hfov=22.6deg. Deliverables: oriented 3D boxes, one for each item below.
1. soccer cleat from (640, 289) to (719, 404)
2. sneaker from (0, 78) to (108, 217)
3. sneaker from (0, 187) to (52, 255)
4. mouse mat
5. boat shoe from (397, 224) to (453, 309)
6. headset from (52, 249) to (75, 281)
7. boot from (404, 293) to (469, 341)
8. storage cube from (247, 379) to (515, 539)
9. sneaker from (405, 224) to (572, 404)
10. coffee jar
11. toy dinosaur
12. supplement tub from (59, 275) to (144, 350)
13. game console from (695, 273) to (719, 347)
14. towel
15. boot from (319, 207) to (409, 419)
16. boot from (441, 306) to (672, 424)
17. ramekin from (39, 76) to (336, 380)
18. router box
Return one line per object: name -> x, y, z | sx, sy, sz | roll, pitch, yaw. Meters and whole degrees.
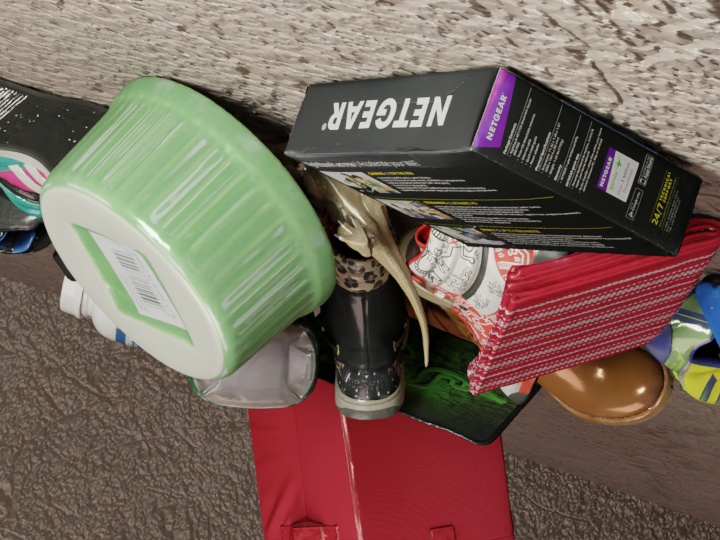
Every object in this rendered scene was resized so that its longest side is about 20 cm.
soccer cleat -> 0.274, 0.065, 1.356 | 0.083, 0.065, 0.200 | 14, 170, 38
sneaker -> -0.222, -0.078, 1.396 | 0.199, 0.084, 0.121 | 23, 169, 18
sneaker -> -0.311, -0.072, 1.544 | 0.073, 0.112, 0.199 | 25, 169, -40
mouse mat -> 0.044, 0.079, 1.504 | 0.199, 0.008, 0.161 | 21, -154, 17
boat shoe -> 0.125, 0.014, 1.338 | 0.199, 0.073, 0.072 | 23, 168, -17
headset -> -0.173, -0.025, 1.451 | 0.094, 0.123, 0.200 | 57, 161, -14
boot -> 0.074, 0.041, 1.669 | 0.155, 0.077, 0.200 | 6, 161, 34
storage cube -> 0.015, 0.175, 1.662 | 0.199, 0.181, 0.171 | -5, 176, -34
sneaker -> 0.087, 0.014, 1.262 | 0.107, 0.067, 0.202 | 19, 148, 10
coffee jar -> -0.084, 0.028, 1.448 | 0.104, 0.086, 0.200 | 3, -154, -3
toy dinosaur -> 0.002, -0.034, 1.211 | 0.200, 0.058, 0.101 | 49, 172, 7
supplement tub -> -0.159, 0.009, 1.640 | 0.199, 0.145, 0.145 | 18, 172, -1
game console -> 0.358, 0.047, 1.227 | 0.199, 0.118, 0.171 | 8, 136, 50
towel -> 0.145, 0.025, 1.152 | 0.144, 0.023, 0.200 | -15, 161, -10
boot -> 0.002, 0.000, 1.431 | 0.073, 0.154, 0.204 | -4, -145, -1
boot -> 0.141, 0.045, 1.433 | 0.200, 0.077, 0.155 | 33, 177, 41
ramekin -> -0.122, -0.021, 1.212 | 0.200, 0.098, 0.200 | 35, 153, 21
router box -> 0.070, -0.058, 1.014 | 0.149, 0.051, 0.200 | 25, 170, -30
